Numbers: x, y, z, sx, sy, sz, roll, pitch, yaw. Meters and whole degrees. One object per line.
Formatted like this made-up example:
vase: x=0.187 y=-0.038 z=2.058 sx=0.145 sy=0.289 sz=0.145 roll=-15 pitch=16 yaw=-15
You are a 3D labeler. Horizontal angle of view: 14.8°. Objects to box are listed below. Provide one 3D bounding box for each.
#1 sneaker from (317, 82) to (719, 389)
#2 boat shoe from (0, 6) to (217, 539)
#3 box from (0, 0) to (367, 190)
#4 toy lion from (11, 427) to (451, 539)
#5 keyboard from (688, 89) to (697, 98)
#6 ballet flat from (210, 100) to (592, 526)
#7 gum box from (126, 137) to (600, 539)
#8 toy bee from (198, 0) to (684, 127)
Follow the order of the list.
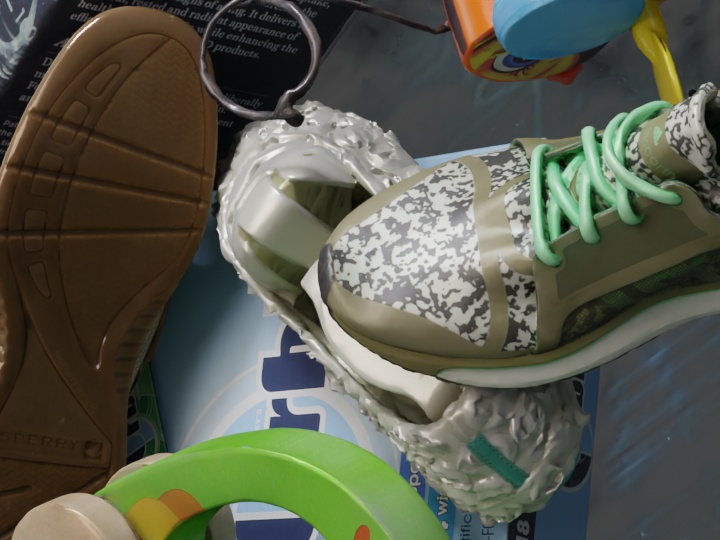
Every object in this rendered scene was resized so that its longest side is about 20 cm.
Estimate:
sneaker: x=0.082 y=-0.026 z=0.767 sx=0.199 sy=0.089 sz=0.077 roll=-11 pitch=59 yaw=6
boat shoe: x=-0.097 y=0.006 z=0.945 sx=0.072 sy=0.072 sz=0.201 roll=-129 pitch=49 yaw=-75
box: x=-0.079 y=-0.166 z=0.995 sx=0.197 sy=0.123 sz=0.201 roll=-52 pitch=46 yaw=32
toy lion: x=0.004 y=0.142 z=0.833 sx=0.191 sy=0.069 sz=0.201 roll=-18 pitch=91 yaw=35
keyboard: x=0.149 y=-0.028 z=0.814 sx=0.104 sy=0.040 sz=0.201 roll=-33 pitch=54 yaw=30
ballet flat: x=0.000 y=0.000 z=0.865 sx=0.072 sy=0.072 sz=0.200 roll=-56 pitch=46 yaw=13
gum box: x=-0.011 y=0.053 z=0.932 sx=0.199 sy=0.044 sz=0.171 roll=-7 pitch=70 yaw=41
toy bee: x=0.063 y=-0.102 z=0.878 sx=0.199 sy=0.109 sz=0.132 roll=-2 pitch=79 yaw=27
